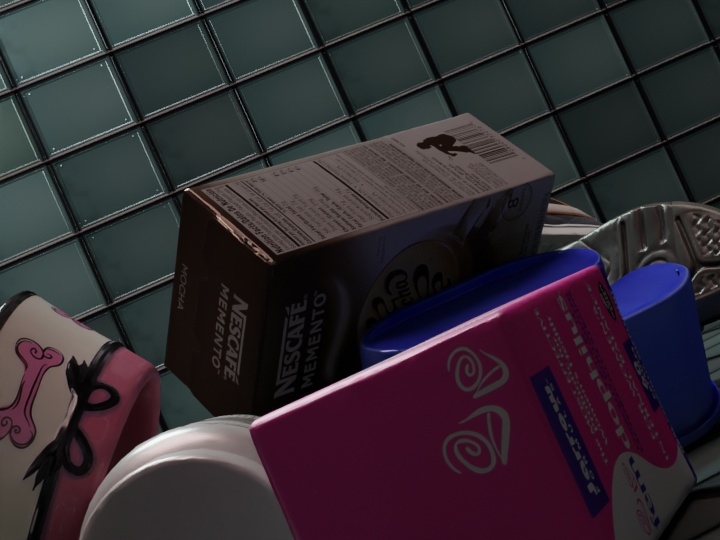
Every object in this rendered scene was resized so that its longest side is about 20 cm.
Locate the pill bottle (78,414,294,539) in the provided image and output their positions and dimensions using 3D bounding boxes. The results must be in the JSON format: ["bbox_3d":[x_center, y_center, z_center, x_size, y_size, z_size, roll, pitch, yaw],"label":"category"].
[{"bbox_3d":[-0.060,0.122,0.825,0.112,0.114,0.200,-25,-3,1],"label":"pill bottle"}]

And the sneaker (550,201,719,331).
[{"bbox_3d":[0.170,0.023,1.103,0.114,0.077,0.199,24,-33,-34],"label":"sneaker"}]

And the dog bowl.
[{"bbox_3d":[-0.150,0.116,0.897,0.073,0.202,0.200,15,-1,3],"label":"dog bowl"}]

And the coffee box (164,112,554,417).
[{"bbox_3d":[0.000,0.000,1.025,0.199,0.080,0.114,-19,-48,-36],"label":"coffee box"}]

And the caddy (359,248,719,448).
[{"bbox_3d":[0.092,0.066,0.975,0.199,0.106,0.141,-23,22,-33],"label":"caddy"}]

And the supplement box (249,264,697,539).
[{"bbox_3d":[0.050,0.070,0.711,0.103,0.102,0.200,-25,-2,18],"label":"supplement box"}]

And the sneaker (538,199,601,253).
[{"bbox_3d":[0.072,-0.012,1.193,0.198,0.079,0.079,10,14,-25],"label":"sneaker"}]
